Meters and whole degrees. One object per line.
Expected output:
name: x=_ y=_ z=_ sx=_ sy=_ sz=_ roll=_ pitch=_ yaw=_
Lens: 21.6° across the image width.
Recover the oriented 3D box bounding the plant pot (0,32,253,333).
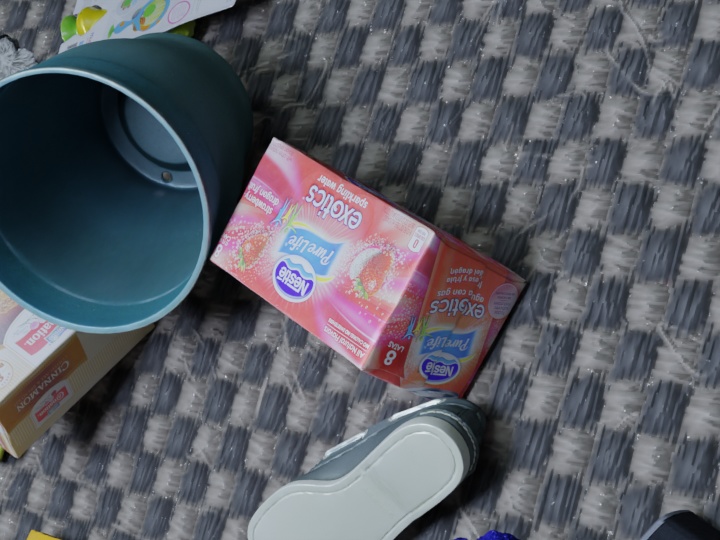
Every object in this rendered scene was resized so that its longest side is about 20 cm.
plant pot: x=-0.172 y=-0.084 z=1.392 sx=0.200 sy=0.200 sz=0.188 roll=-36 pitch=9 yaw=29

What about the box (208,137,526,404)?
box: x=0.000 y=0.000 z=1.259 sx=0.200 sy=0.094 sz=0.103 roll=34 pitch=97 yaw=49

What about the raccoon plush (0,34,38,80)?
raccoon plush: x=-0.279 y=-0.117 z=1.652 sx=0.200 sy=0.134 sz=0.097 roll=43 pitch=87 yaw=16

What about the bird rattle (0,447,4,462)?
bird rattle: x=-0.281 y=0.055 z=1.554 sx=0.162 sy=0.113 sz=0.201 roll=-12 pitch=51 yaw=26

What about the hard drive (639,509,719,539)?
hard drive: x=0.156 y=0.238 z=1.011 sx=0.135 sy=0.042 sz=0.201 roll=36 pitch=97 yaw=49

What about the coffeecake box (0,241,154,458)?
coffeecake box: x=-0.287 y=0.027 z=1.470 sx=0.200 sy=0.073 sz=0.154 roll=32 pitch=64 yaw=28

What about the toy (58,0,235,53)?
toy: x=-0.162 y=-0.220 z=1.575 sx=0.199 sy=0.047 sz=0.116 roll=-13 pitch=47 yaw=30

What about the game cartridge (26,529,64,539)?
game cartridge: x=-0.230 y=0.301 z=1.377 sx=0.176 sy=0.032 sz=0.201 roll=7 pitch=67 yaw=48

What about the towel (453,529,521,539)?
towel: x=0.041 y=0.258 z=1.082 sx=0.148 sy=0.049 sz=0.201 roll=-41 pitch=38 yaw=55

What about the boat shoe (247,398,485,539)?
boat shoe: x=0.006 y=0.142 z=1.222 sx=0.200 sy=0.073 sz=0.062 roll=-37 pitch=4 yaw=37
